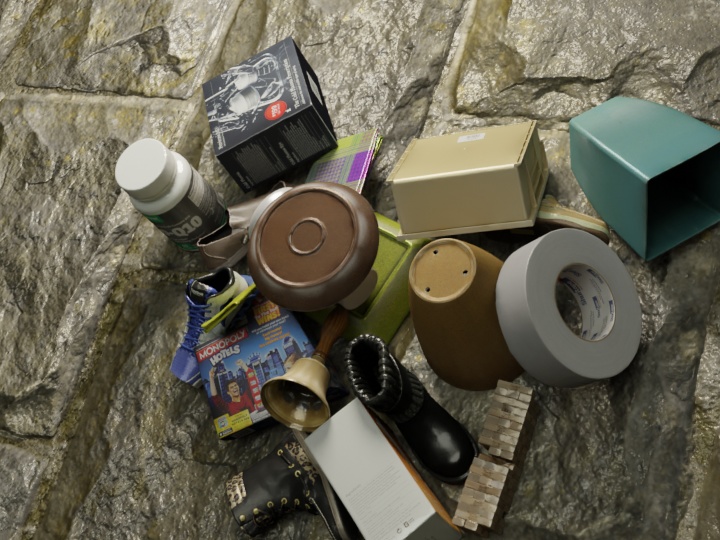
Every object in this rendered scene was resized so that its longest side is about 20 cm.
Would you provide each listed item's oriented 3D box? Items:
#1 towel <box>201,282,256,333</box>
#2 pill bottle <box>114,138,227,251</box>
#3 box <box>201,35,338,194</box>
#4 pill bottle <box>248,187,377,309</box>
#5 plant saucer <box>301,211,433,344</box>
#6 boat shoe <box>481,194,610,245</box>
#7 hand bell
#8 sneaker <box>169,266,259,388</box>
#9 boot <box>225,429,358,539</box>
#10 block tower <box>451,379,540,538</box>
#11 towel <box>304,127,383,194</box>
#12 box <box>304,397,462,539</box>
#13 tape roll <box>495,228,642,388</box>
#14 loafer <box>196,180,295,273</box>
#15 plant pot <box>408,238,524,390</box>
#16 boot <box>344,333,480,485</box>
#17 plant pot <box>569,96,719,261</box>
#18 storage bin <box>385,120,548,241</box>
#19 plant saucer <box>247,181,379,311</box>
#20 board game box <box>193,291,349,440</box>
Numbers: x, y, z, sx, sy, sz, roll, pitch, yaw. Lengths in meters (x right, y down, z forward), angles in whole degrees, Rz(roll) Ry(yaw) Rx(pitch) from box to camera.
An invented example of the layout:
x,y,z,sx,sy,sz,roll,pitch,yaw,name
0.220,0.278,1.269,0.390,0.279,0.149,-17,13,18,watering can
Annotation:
x,y,z,sx,sy,sz,roll,pitch,yaw,name
-0.167,0.026,1.595,0.018,0.200,0.086,47,123,-3,towel
-0.308,-0.123,1.717,0.112,0.200,0.114,-10,61,19,pill bottle
-0.155,-0.262,1.759,0.181,0.104,0.201,-27,46,10,box
-0.066,-0.028,1.553,0.200,0.111,0.111,39,84,29,pill bottle
0.000,0.000,1.610,0.199,0.048,0.201,28,78,32,plant saucer
0.271,-0.079,1.523,0.198,0.072,0.076,12,54,27,boat shoe
-0.056,0.120,1.490,0.103,0.105,0.201,2,41,24,hand bell
-0.247,0.072,1.642,0.080,0.115,0.200,24,76,32,sneaker
-0.098,0.327,1.472,0.150,0.073,0.201,-33,53,4,boot
0.184,0.252,1.397,0.054,0.058,0.202,12,72,28,block tower
-0.041,-0.131,1.673,0.143,0.023,0.201,-12,49,39,towel
0.030,0.290,1.402,0.097,0.124,0.200,-38,56,1,box
0.274,0.050,1.375,0.066,0.199,0.202,-31,45,54,tape roll
-0.185,-0.078,1.704,0.200,0.071,0.073,-44,28,-2,loafer
0.141,0.044,1.435,0.185,0.200,0.188,-9,62,18,plant pot
0.066,0.189,1.418,0.079,0.158,0.211,-43,56,-2,boot
0.384,-0.145,1.448,0.140,0.142,0.200,-26,43,-14,plant pot
0.160,-0.137,1.536,0.198,0.095,0.199,-6,25,21,storage bin
-0.072,-0.042,1.482,0.198,0.032,0.202,-7,64,16,plant saucer
-0.142,0.128,1.580,0.198,0.062,0.201,-24,67,10,board game box
